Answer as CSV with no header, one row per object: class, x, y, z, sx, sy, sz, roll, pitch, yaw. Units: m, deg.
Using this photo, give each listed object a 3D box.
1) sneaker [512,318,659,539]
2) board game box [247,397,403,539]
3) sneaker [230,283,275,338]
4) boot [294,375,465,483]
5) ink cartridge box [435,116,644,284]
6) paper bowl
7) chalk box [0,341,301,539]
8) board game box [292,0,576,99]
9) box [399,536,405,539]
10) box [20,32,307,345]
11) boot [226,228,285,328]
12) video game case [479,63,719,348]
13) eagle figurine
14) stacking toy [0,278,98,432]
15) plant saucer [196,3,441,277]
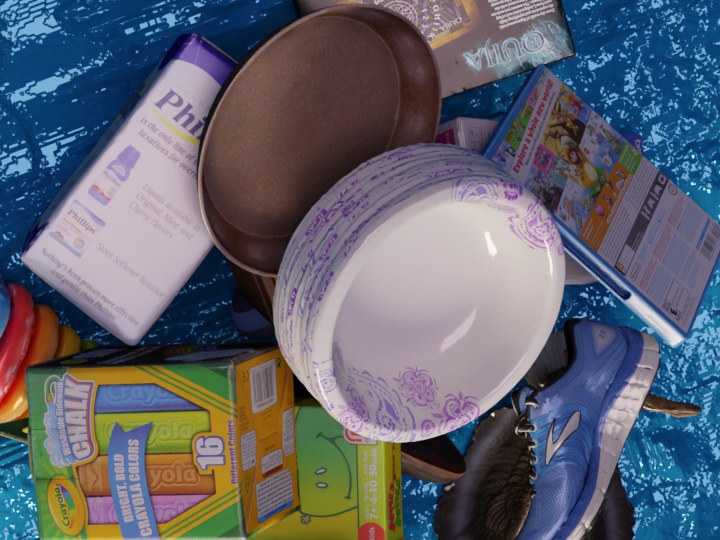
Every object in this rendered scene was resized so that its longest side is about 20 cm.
sneaker,0.143,0.127,1.445,0.089,0.079,0.201,23,77,1
board game box,-0.071,0.145,1.446,0.199,0.048,0.102,0,95,16
sneaker,-0.048,-0.043,1.490,0.082,0.074,0.201,28,98,-36
boot,-0.022,0.141,1.548,0.199,0.075,0.097,24,117,-15
ink cartridge box,0.143,-0.050,1.505,0.199,0.042,0.120,0,79,-38
paper bowl,0.032,0.007,1.350,0.200,0.104,0.202,-16,127,-23
chalk box,-0.156,0.119,1.381,0.199,0.125,0.125,-3,94,18
board game box,0.054,-0.198,1.522,0.199,0.028,0.136,-18,100,-7
box,-0.030,0.212,1.520,0.118,0.042,0.201,-17,118,13
box,-0.145,-0.064,1.431,0.105,0.184,0.200,38,90,-10
boot,0.000,0.000,1.446,0.155,0.077,0.200,-39,122,-7
video game case,0.182,-0.050,1.470,0.200,0.143,0.018,41,131,-7
eagle figurine,0.154,0.163,1.556,0.151,0.151,0.201,35,129,26
stacking toy,-0.220,0.088,1.491,0.199,0.116,0.110,27,96,-23
plant saucer,-0.033,-0.092,1.336,0.200,0.034,0.201,-23,132,-28
